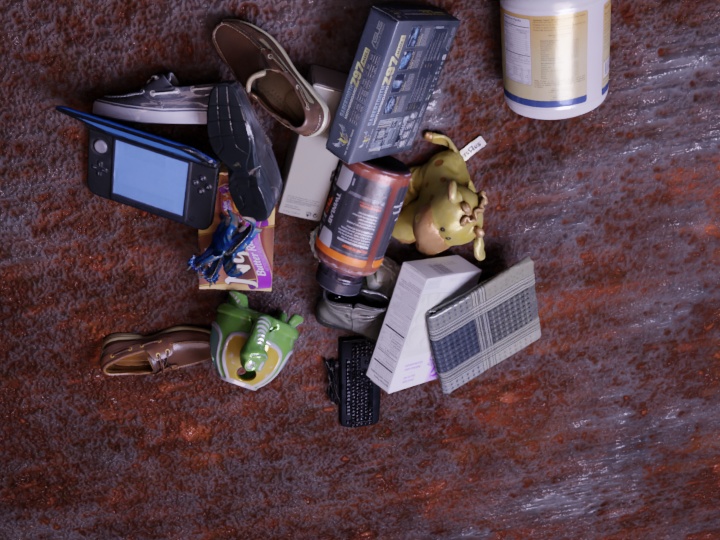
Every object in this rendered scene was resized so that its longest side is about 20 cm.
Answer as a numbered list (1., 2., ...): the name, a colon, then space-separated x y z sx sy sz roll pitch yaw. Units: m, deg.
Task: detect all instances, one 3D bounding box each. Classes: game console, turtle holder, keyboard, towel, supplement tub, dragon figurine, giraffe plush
1. game console: -0.301 -0.135 1.134 0.197 0.119 0.173 18 122 6
2. turtle holder: -0.162 0.117 1.300 0.140 0.184 0.134 26 80 -39
3. keyboard: -0.012 0.207 1.471 0.102 0.040 0.203 -4 122 -6
4. towel: 0.197 0.085 1.322 0.198 0.035 0.194 -28 133 -11
5. supplement tub: -0.004 -0.067 1.206 0.105 0.107 0.203 14 111 -16
6. supplement tub: 0.257 -0.319 1.104 0.142 0.145 0.203 -10 123 -1
7. dragon figurine: -0.188 -0.027 1.173 0.058 0.199 0.101 29 78 -24
8. giraffe plush: 0.126 -0.087 1.224 0.171 0.163 0.201 28 116 -23

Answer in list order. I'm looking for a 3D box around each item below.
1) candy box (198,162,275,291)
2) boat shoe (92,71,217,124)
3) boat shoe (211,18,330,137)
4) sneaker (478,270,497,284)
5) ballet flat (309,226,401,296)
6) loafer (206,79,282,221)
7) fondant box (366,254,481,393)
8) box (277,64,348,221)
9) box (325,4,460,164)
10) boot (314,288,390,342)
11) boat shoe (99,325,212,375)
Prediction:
1. candy box: -0.187 -0.067 1.262 0.114 0.057 0.203 2 121 -8
2. boat shoe: -0.265 -0.235 1.138 0.196 0.072 0.069 3 100 3
3. boat shoe: -0.124 -0.255 1.085 0.202 0.075 0.075 42 113 9
4. sneaker: 0.189 0.081 1.399 0.099 0.071 0.201 33 107 -25
5. ballet flat: 0.000 0.000 1.324 0.198 0.072 0.072 29 115 -24
6. loafer: -0.153 -0.168 1.130 0.072 0.073 0.203 9 130 23
7. fondant box: 0.100 0.082 1.312 0.143 0.058 0.203 -8 124 -47
8. box: -0.064 -0.179 1.191 0.067 0.083 0.202 12 122 -14
9. box: 0.043 -0.250 1.122 0.051 0.157 0.202 34 122 23
10. boot: 0.026 0.070 1.330 0.196 0.069 0.131 10 164 -12
11. boat shoe: -0.328 0.141 1.370 0.196 0.068 0.073 -5 123 -4
